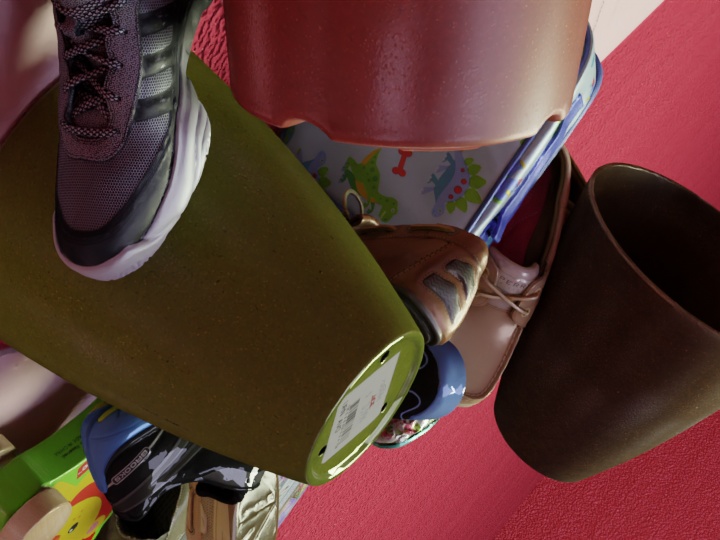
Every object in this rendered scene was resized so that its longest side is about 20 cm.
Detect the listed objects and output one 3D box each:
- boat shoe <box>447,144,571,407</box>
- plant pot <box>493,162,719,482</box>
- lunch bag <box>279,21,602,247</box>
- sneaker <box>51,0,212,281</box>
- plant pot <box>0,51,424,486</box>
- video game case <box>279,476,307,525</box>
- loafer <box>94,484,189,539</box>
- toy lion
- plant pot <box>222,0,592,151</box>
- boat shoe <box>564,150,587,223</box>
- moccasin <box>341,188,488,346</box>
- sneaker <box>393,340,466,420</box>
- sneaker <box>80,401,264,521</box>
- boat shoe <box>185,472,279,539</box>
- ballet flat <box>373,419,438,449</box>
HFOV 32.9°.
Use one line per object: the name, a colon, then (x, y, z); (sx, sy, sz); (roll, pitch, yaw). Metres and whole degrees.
boat shoe: (0.097, -0.003, 0.850); (0.069, 0.073, 0.203); (-179, -75, -73)
plant pot: (0.189, 0.059, 0.902); (0.186, 0.187, 0.201); (-25, 154, -55)
lunch bag: (0.055, -0.103, 0.803); (0.201, 0.160, 0.082); (-56, 162, 1)
sneaker: (-0.113, -0.101, 0.511); (0.114, 0.075, 0.203); (17, 87, -63)
plant pot: (-0.071, 0.014, 0.634); (0.187, 0.199, 0.188); (-44, 158, -23)
video game case: (-0.071, 0.152, 1.099); (0.201, 0.045, 0.181); (-54, 160, -2)
loafer: (-0.173, 0.202, 0.923); (0.202, 0.075, 0.070); (-59, 149, -2)
toy lion: (-0.192, 0.148, 0.798); (0.200, 0.068, 0.193); (-42, 164, -34)
plant pot: (0.021, -0.163, 0.482); (0.200, 0.199, 0.198); (-29, 129, -50)
boat shoe: (0.118, -0.109, 0.928); (0.071, 0.201, 0.076); (-19, -155, 38)
moccasin: (-0.001, -0.001, 0.735); (0.078, 0.074, 0.200); (-48, -160, -26)
sneaker: (-0.019, 0.064, 0.867); (0.077, 0.198, 0.071); (4, 94, -46)
sneaker: (-0.075, 0.094, 0.741); (0.198, 0.070, 0.084); (-17, 102, -36)
boat shoe: (-0.091, 0.108, 0.840); (0.072, 0.064, 0.203); (-17, 116, -53)
ballet flat: (0.058, 0.068, 0.968); (0.200, 0.075, 0.065); (-35, 124, -51)
